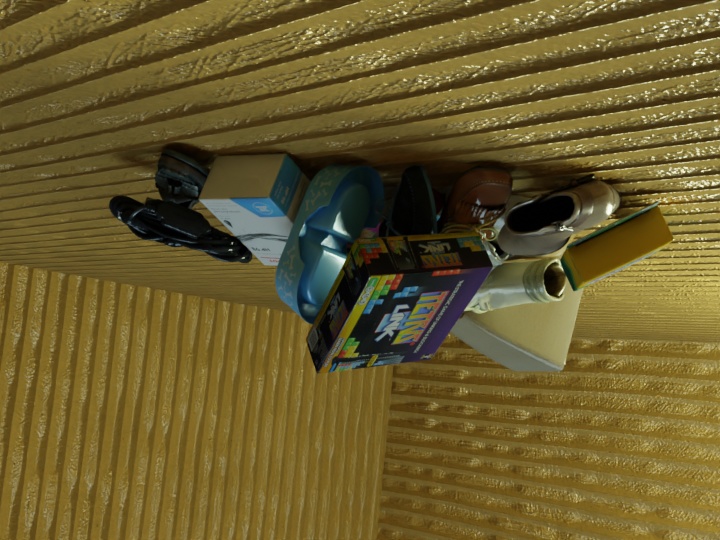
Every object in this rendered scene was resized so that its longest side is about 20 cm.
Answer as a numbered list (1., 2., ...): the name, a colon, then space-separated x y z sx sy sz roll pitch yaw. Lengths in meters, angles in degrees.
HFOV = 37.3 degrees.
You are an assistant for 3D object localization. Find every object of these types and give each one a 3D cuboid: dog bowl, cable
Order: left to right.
1. cable: -0.235 -0.046 1.413 0.198 0.052 0.162 20 169 -29
2. dog bowl: -0.040 -0.037 1.298 0.049 0.202 0.111 21 180 34

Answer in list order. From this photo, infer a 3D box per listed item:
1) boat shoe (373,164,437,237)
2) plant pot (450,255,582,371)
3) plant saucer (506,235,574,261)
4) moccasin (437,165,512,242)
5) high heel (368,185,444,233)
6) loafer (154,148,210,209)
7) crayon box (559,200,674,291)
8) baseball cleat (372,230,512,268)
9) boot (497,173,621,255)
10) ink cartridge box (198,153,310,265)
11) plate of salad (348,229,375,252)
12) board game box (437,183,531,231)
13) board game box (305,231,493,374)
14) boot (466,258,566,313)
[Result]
1. boat shoe: 0.055 -0.040 1.307 0.068 0.085 0.202 -9 135 -7
2. plant pot: 0.240 0.046 1.769 0.175 0.203 0.200 17 171 -13
3. plant saucer: 0.222 -0.031 1.584 0.197 0.036 0.200 -4 178 0
4. moccasin: 0.129 -0.057 1.286 0.073 0.079 0.202 10 150 -19
5. high heel: 0.009 -0.093 1.379 0.198 0.068 0.096 1 156 40
6. loafer: -0.231 -0.104 1.380 0.071 0.064 0.200 25 173 -2
7. crayon box: 0.324 -0.027 1.362 0.124 0.052 0.200 -26 172 6
8. baseball cleat: 0.115 -0.038 1.432 0.198 0.071 0.106 3 164 -30
9. boot: 0.212 -0.060 1.260 0.199 0.071 0.145 -26 170 38
10. ink cartridge box: -0.099 -0.063 1.362 0.114 0.067 0.200 1 150 33
11. plate of salad: 0.000 0.000 1.516 0.197 0.202 0.048 5 -146 8
12. board game box: 0.137 -0.077 1.447 0.125 0.035 0.200 9 173 -21
13. board game box: 0.042 0.040 1.260 0.163 0.057 0.201 -4 145 -26
14. boot: 0.230 0.020 1.567 0.153 0.073 0.199 -9 178 25
